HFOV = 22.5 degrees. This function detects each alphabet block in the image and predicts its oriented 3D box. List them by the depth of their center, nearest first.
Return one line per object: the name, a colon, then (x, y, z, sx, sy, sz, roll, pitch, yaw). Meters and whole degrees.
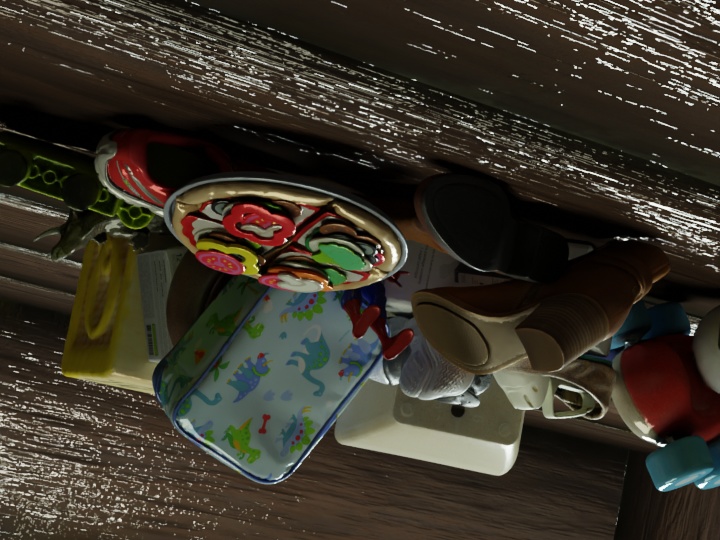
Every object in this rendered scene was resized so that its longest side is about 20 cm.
alphabet block: (-0.182, 0.038, 1.906, 0.199, 0.197, 0.196, 13, 171, -24)

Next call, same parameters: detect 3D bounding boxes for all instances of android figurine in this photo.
android figurine: (-0.261, -0.082, 1.550, 0.181, 0.041, 0.200, 18, -176, -7)

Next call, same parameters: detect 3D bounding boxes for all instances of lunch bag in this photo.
lunch bag: (-0.078, 0.085, 1.644, 0.161, 0.200, 0.082, 36, -176, -33)

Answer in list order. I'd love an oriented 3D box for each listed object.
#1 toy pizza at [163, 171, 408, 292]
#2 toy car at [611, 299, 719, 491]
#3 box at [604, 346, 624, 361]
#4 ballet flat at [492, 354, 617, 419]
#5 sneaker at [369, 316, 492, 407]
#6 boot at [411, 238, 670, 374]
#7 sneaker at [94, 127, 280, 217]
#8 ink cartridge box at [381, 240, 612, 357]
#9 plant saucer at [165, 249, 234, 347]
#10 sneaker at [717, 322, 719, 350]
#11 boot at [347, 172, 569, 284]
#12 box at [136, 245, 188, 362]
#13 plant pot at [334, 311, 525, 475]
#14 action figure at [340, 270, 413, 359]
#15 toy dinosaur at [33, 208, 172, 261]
toy pizza: (-0.061, -0.021, 1.445, 0.199, 0.032, 0.200, 8, 156, 4)
toy car: (0.354, 0.089, 1.741, 0.200, 0.185, 0.176, -32, 158, 29)
box: (0.214, 0.057, 1.841, 0.200, 0.032, 0.121, 22, -159, -51)
ballet flat: (0.169, 0.098, 1.646, 0.068, 0.068, 0.199, 1, 167, 46)
sneaker: (0.083, 0.086, 1.677, 0.113, 0.076, 0.200, 16, 178, -25)
boot: (0.153, 0.023, 1.540, 0.199, 0.074, 0.154, 12, -141, 46)
sneaker: (-0.119, -0.066, 1.478, 0.199, 0.078, 0.085, 15, 166, -32)
ink cartridge box: (0.130, 0.017, 1.681, 0.199, 0.084, 0.144, 9, 172, 21)
plant saucer: (-0.082, 0.031, 1.687, 0.199, 0.201, 0.035, 16, -161, -32)
sneaker: (0.376, 0.042, 1.535, 0.090, 0.079, 0.200, 11, 173, -19)
boot: (0.046, -0.052, 1.480, 0.199, 0.069, 0.188, 17, -177, 40)
box: (-0.107, 0.024, 1.777, 0.199, 0.113, 0.101, -6, -179, -24)
plant pot: (0.095, 0.107, 1.915, 0.199, 0.201, 0.177, 12, 176, -6)
action figure: (0.000, 0.000, 1.591, 0.065, 0.052, 0.200, 30, -163, -29)
toy dinosaur: (-0.204, -0.058, 1.730, 0.199, 0.077, 0.102, -14, -161, -35)
